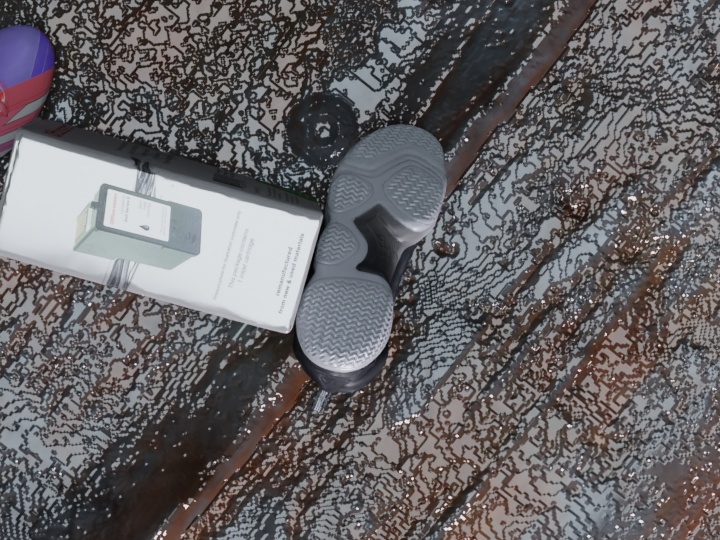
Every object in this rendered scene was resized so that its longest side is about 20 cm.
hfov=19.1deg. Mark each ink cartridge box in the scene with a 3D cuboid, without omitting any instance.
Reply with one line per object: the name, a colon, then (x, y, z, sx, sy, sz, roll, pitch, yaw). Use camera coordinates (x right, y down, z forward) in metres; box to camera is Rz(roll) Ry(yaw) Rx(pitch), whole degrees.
ink cartridge box: (-0.132, -0.032, 1.407, 0.199, 0.146, 0.084, 16, 96, -4)

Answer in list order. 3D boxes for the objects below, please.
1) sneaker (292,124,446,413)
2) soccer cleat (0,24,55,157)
sneaker: (0.000, 0.000, 1.455, 0.075, 0.114, 0.200, 20, 58, 2)
soccer cleat: (-0.280, -0.084, 1.429, 0.200, 0.076, 0.067, -43, 96, 2)
